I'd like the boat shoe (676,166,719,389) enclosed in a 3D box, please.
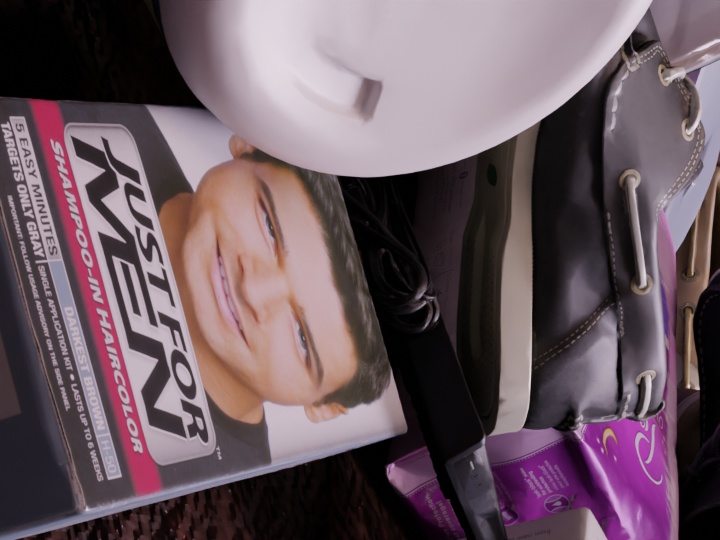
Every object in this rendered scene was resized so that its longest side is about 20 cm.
[{"bbox_3d":[0.150,0.049,1.144,0.072,0.065,0.201,35,43,-56],"label":"boat shoe"}]

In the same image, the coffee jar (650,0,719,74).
[{"bbox_3d":[0.073,-0.138,0.947,0.200,0.104,0.086,43,-25,59],"label":"coffee jar"}]

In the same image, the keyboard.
[{"bbox_3d":[0.000,0.000,0.834,0.104,0.039,0.201,75,-3,-47],"label":"keyboard"}]

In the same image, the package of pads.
[{"bbox_3d":[0.067,0.024,0.954,0.121,0.075,0.201,56,28,-37],"label":"package of pads"}]

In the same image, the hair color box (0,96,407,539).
[{"bbox_3d":[-0.061,0.011,0.685,0.200,0.060,0.100,-5,79,-68],"label":"hair color box"}]

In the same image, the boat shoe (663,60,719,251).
[{"bbox_3d":[0.106,-0.078,1.045,0.075,0.086,0.202,-51,164,-29],"label":"boat shoe"}]

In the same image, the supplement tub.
[{"bbox_3d":[-0.013,-0.139,0.734,0.145,0.145,0.200,46,11,-47],"label":"supplement tub"}]

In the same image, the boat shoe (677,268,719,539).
[{"bbox_3d":[0.144,0.084,0.956,0.062,0.075,0.201,5,59,-17],"label":"boat shoe"}]

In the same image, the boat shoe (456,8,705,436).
[{"bbox_3d":[0.072,-0.047,0.804,0.072,0.067,0.201,-118,-150,-71],"label":"boat shoe"}]

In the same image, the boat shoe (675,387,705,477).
[{"bbox_3d":[0.146,0.140,1.069,0.072,0.065,0.201,-20,108,-25],"label":"boat shoe"}]

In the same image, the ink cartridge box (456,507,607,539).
[{"bbox_3d":[0.059,0.190,0.826,0.116,0.067,0.201,59,26,-35],"label":"ink cartridge box"}]
